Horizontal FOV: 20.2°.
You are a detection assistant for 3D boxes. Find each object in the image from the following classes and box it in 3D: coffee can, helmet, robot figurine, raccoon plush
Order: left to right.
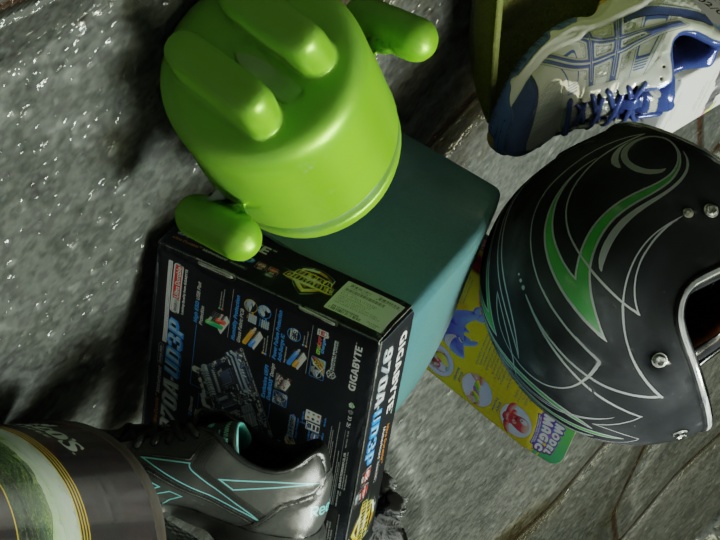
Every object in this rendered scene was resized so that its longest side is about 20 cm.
[{"bbox_3d":[-0.219,0.157,1.118,0.146,0.146,0.200,-56,159,10],"label":"coffee can"},{"bbox_3d":[-0.042,-0.090,1.132,0.175,0.116,0.200,-51,160,-8],"label":"robot figurine"},{"bbox_3d":[-0.051,0.229,1.724,0.200,0.097,0.134,-4,151,-25],"label":"raccoon plush"},{"bbox_3d":[0.177,0.017,1.367,0.191,0.200,0.200,-52,160,-13],"label":"helmet"}]

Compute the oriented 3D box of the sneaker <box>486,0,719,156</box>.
[{"bbox_3d":[0.175,-0.136,1.415,0.200,0.088,0.075,-41,158,-25],"label":"sneaker"}]

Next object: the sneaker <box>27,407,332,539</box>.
[{"bbox_3d":[-0.112,0.116,1.240,0.075,0.200,0.079,-77,-178,-64],"label":"sneaker"}]

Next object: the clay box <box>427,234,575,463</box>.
[{"bbox_3d":[0.100,0.046,1.525,0.048,0.200,0.115,-32,152,-42],"label":"clay box"}]

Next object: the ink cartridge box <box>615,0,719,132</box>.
[{"bbox_3d":[0.243,-0.182,1.576,0.200,0.115,0.068,-30,150,-46],"label":"ink cartridge box"}]

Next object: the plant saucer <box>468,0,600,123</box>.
[{"bbox_3d":[0.139,-0.226,1.382,0.200,0.048,0.200,-44,158,-23],"label":"plant saucer"}]

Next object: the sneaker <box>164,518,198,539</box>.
[{"bbox_3d":[-0.199,0.232,1.357,0.202,0.077,0.146,7,108,-55],"label":"sneaker"}]

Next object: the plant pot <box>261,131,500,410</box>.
[{"bbox_3d":[0.000,0.000,1.347,0.200,0.141,0.141,-44,160,-48],"label":"plant pot"}]

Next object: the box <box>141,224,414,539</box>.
[{"bbox_3d":[-0.058,0.079,1.268,0.046,0.159,0.200,-44,151,-47],"label":"box"}]
